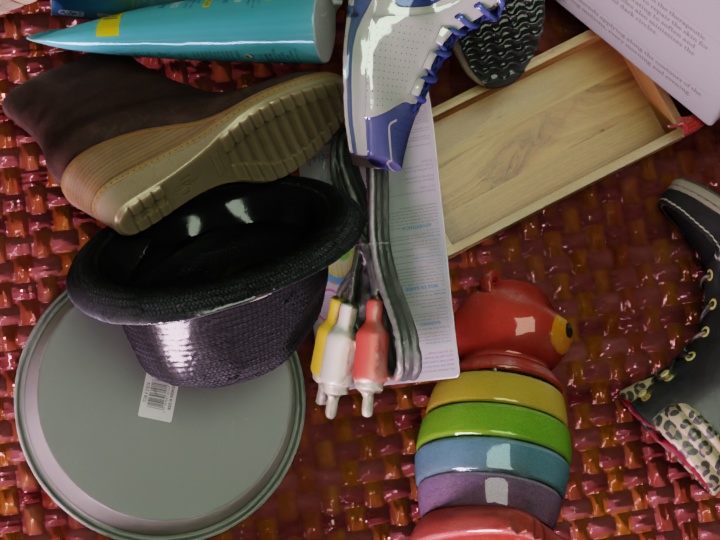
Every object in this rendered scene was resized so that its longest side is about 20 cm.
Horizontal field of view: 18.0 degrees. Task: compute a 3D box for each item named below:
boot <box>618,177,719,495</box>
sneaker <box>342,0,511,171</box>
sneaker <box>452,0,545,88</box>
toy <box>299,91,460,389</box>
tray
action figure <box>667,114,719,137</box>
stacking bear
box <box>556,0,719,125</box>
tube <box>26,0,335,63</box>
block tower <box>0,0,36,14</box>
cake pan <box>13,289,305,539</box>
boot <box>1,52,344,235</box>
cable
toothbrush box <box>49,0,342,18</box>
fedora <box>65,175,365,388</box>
[{"bbox_3d":[0.242,0.045,1.589,0.151,0.073,0.200,-42,72,-1],"label":"boot"},{"bbox_3d":[0.047,-0.163,1.471,0.115,0.081,0.199,4,89,1],"label":"sneaker"},{"bbox_3d":[0.076,-0.227,1.609,0.070,0.093,0.200,-16,94,-8],"label":"sneaker"},{"bbox_3d":[0.019,-0.022,1.567,0.047,0.115,0.200,-6,88,-55],"label":"toy"},{"bbox_3d":[0.122,-0.094,1.618,0.200,0.037,0.099,-27,85,-12],"label":"tray"},{"bbox_3d":[0.294,-0.069,1.597,0.099,0.065,0.200,-32,54,-19],"label":"action figure"},{"bbox_3d":[0.096,0.101,1.545,0.114,0.121,0.200,-7,64,31],"label":"stacking bear"},{"bbox_3d":[0.246,-0.256,1.567,0.199,0.171,0.200,42,69,14],"label":"box"},{"bbox_3d":[-0.118,-0.162,1.534,0.200,0.077,0.050,-1,96,15],"label":"tube"},{"bbox_3d":[-0.294,-0.186,1.516,0.200,0.058,0.054,-17,82,17],"label":"block tower"},{"bbox_3d":[-0.134,0.086,1.544,0.200,0.037,0.200,1,80,-8],"label":"cake pan"},{"bbox_3d":[-0.126,-0.115,1.534,0.200,0.072,0.166,-28,47,-17],"label":"boot"},{"bbox_3d":[0.000,0.000,1.513,0.050,0.097,0.200,-5,97,-32],"label":"cable"},{"bbox_3d":[-0.112,-0.250,1.583,0.200,0.085,0.146,4,81,-9],"label":"toothbrush box"},{"bbox_3d":[-0.089,0.014,1.486,0.201,0.201,0.092,-15,117,-11],"label":"fedora"}]
